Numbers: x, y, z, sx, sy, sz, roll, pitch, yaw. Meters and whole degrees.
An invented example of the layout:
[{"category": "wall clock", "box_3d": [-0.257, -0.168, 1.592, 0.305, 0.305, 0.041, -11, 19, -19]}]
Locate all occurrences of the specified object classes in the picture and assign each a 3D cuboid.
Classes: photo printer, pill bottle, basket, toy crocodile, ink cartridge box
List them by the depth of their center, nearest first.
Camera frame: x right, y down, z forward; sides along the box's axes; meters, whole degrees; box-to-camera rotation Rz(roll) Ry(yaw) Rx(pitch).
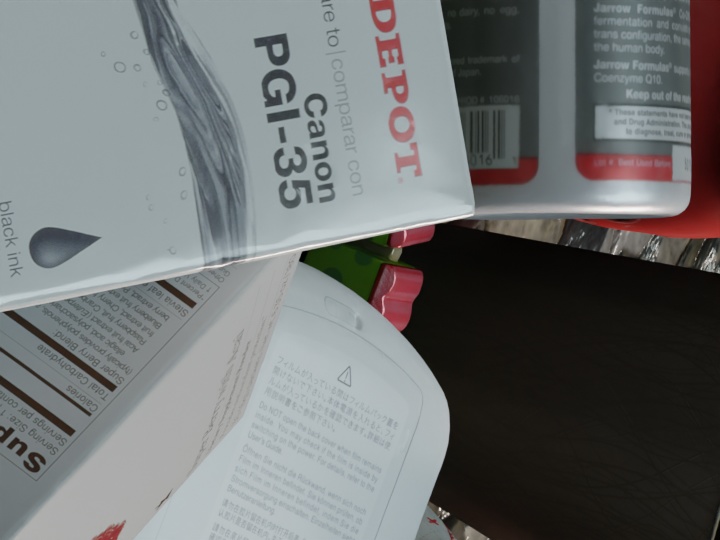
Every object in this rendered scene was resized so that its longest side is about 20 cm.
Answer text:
[{"category": "ink cartridge box", "box_3d": [-0.079, -0.068, 0.866, 0.200, 0.083, 0.147, -12, 95, -24]}, {"category": "photo printer", "box_3d": [-0.051, 0.094, 1.167, 0.166, 0.069, 0.200, 31, 75, -43]}, {"category": "pill bottle", "box_3d": [0.077, -0.121, 1.213, 0.114, 0.114, 0.200, 1, 89, -64]}, {"category": "toy crocodile", "box_3d": [0.000, 0.000, 1.263, 0.067, 0.062, 0.200, -3, 111, -63]}, {"category": "basket", "box_3d": [0.096, 0.060, 1.339, 0.136, 0.200, 0.180, -19, 126, -60]}]

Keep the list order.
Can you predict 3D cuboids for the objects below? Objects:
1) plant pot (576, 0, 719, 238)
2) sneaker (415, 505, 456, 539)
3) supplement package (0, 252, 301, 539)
[{"category": "plant pot", "box_3d": [0.160, -0.108, 1.367, 0.200, 0.182, 0.201, -43, 143, -45]}, {"category": "sneaker", "box_3d": [0.042, 0.152, 1.287, 0.108, 0.201, 0.067, 24, 105, -23]}, {"category": "supplement package", "box_3d": [-0.127, 0.044, 0.939, 0.200, 0.120, 0.121, -48, 167, -37]}]
